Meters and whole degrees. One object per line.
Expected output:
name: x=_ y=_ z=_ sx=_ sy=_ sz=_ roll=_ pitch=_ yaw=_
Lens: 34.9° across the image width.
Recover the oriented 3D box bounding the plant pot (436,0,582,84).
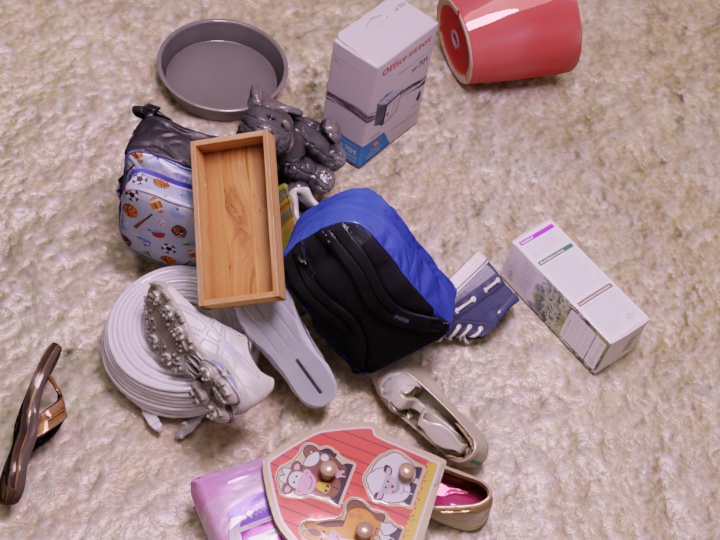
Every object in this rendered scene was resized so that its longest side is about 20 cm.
plant pot: x=0.226 y=-0.386 z=1.800 sx=0.176 sy=0.201 sz=0.201 roll=-18 pitch=58 yaw=-9

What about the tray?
tray: x=-0.145 y=-0.060 z=1.358 sx=0.098 sy=0.037 sz=0.202 roll=-7 pitch=77 yaw=12

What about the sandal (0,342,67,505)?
sandal: x=-0.372 y=0.180 z=1.329 sx=0.054 sy=0.082 sz=0.201 roll=18 pitch=49 yaw=-18

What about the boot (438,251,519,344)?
boot: x=0.123 y=0.068 z=1.509 sx=0.200 sy=0.073 sz=0.090 roll=-43 pitch=89 yaw=-21

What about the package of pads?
package of pads: x=-0.104 y=0.308 z=1.281 sx=0.120 sy=0.076 sz=0.201 roll=-17 pitch=58 yaw=-19

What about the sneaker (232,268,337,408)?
sneaker: x=-0.100 y=0.082 z=1.410 sx=0.073 sy=0.071 sz=0.201 roll=-30 pitch=99 yaw=-9

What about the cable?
cable: x=-0.224 y=0.086 z=1.428 sx=0.200 sy=0.069 sz=0.200 roll=41 pitch=57 yaw=20

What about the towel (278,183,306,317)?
towel: x=-0.108 y=-0.016 z=1.518 sx=0.018 sy=0.086 sz=0.201 roll=16 pitch=46 yaw=-38

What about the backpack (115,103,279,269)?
backpack: x=-0.227 y=-0.088 z=1.483 sx=0.199 sy=0.191 sz=0.155 roll=23 pitch=58 yaw=0

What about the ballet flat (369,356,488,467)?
ballet flat: x=0.075 y=0.169 z=1.415 sx=0.200 sy=0.070 sz=0.069 roll=40 pitch=57 yaw=19

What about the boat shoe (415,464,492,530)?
boat shoe: x=0.062 y=0.251 z=1.356 sx=0.198 sy=0.069 sz=0.074 roll=12 pitch=52 yaw=-2

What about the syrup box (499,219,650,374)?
syrup box: x=0.287 y=0.033 z=1.554 sx=0.081 sy=0.079 sz=0.200 roll=-27 pitch=62 yaw=-26

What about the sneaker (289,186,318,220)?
sneaker: x=-0.052 y=-0.028 z=1.540 sx=0.070 sy=0.080 sz=0.201 roll=-24 pitch=63 yaw=-27

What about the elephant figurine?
elephant figurine: x=-0.121 y=-0.186 z=1.567 sx=0.199 sy=0.154 sz=0.143 roll=25 pitch=56 yaw=-48

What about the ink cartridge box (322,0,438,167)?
ink cartridge box: x=0.024 y=-0.272 z=1.659 sx=0.086 sy=0.201 sz=0.146 roll=37 pitch=56 yaw=18

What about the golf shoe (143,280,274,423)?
golf shoe: x=-0.182 y=0.090 z=1.358 sx=0.097 sy=0.078 sz=0.200 roll=-16 pitch=60 yaw=-44

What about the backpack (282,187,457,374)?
backpack: x=0.000 y=0.000 z=1.412 sx=0.200 sy=0.162 sz=0.168 roll=47 pitch=26 yaw=-22

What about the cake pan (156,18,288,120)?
cake pan: x=-0.210 y=-0.303 z=1.742 sx=0.198 sy=0.037 sz=0.201 roll=5 pitch=53 yaw=-7

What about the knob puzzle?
knob puzzle: x=-0.016 y=0.246 z=1.279 sx=0.218 sy=0.031 sz=0.221 roll=6 pitch=52 yaw=-7
